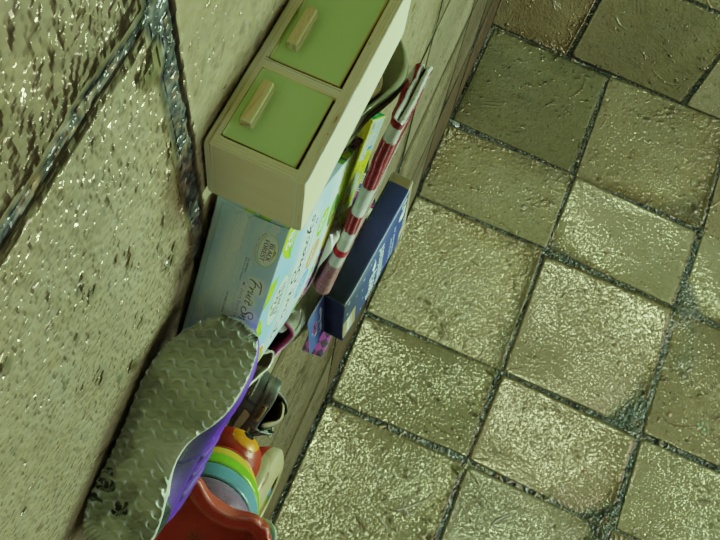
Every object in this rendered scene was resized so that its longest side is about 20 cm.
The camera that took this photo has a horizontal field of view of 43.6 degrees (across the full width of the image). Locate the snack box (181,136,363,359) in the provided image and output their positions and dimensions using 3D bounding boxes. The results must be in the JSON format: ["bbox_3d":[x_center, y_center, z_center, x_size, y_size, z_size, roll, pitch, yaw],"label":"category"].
[{"bbox_3d":[-0.076,-0.020,0.775,0.200,0.067,0.170,-57,170,-57],"label":"snack box"}]

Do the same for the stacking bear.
[{"bbox_3d":[-0.149,0.225,0.914,0.114,0.121,0.200,-53,-173,13],"label":"stacking bear"}]

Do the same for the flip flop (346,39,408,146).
[{"bbox_3d":[-0.014,-0.170,0.785,0.201,0.080,0.058,-56,155,-43],"label":"flip flop"}]

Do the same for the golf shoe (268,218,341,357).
[{"bbox_3d":[-0.072,0.017,0.984,0.092,0.075,0.201,-56,168,-50],"label":"golf shoe"}]

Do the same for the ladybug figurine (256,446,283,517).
[{"bbox_3d":[-0.176,0.341,1.351,0.201,0.071,0.137,-61,172,-49],"label":"ladybug figurine"}]

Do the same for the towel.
[{"bbox_3d":[0.010,-0.089,0.862,0.145,0.023,0.201,-67,-178,-54],"label":"towel"}]

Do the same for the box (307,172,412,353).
[{"bbox_3d":[0.000,0.000,1.021,0.201,0.032,0.121,-60,171,-20],"label":"box"}]

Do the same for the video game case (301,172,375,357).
[{"bbox_3d":[-0.031,-0.015,1.203,0.182,0.035,0.202,-98,-152,-64],"label":"video game case"}]

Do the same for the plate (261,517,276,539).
[{"bbox_3d":[-0.165,0.319,0.892,0.198,0.026,0.200,-27,-168,6],"label":"plate"}]

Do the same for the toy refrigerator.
[{"bbox_3d":[-0.033,-0.137,0.644,0.070,0.075,0.201,104,10,-64],"label":"toy refrigerator"}]

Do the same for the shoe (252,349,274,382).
[{"bbox_3d":[-0.125,0.093,0.832,0.200,0.053,0.071,-45,157,-79],"label":"shoe"}]

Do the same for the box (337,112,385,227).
[{"bbox_3d":[-0.031,-0.095,1.067,0.117,0.048,0.202,-53,164,-76],"label":"box"}]

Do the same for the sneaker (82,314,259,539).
[{"bbox_3d":[-0.142,0.123,0.706,0.201,0.069,0.100,-58,174,-1],"label":"sneaker"}]

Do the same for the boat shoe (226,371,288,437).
[{"bbox_3d":[-0.128,0.171,1.064,0.201,0.073,0.075,104,11,-63],"label":"boat shoe"}]
